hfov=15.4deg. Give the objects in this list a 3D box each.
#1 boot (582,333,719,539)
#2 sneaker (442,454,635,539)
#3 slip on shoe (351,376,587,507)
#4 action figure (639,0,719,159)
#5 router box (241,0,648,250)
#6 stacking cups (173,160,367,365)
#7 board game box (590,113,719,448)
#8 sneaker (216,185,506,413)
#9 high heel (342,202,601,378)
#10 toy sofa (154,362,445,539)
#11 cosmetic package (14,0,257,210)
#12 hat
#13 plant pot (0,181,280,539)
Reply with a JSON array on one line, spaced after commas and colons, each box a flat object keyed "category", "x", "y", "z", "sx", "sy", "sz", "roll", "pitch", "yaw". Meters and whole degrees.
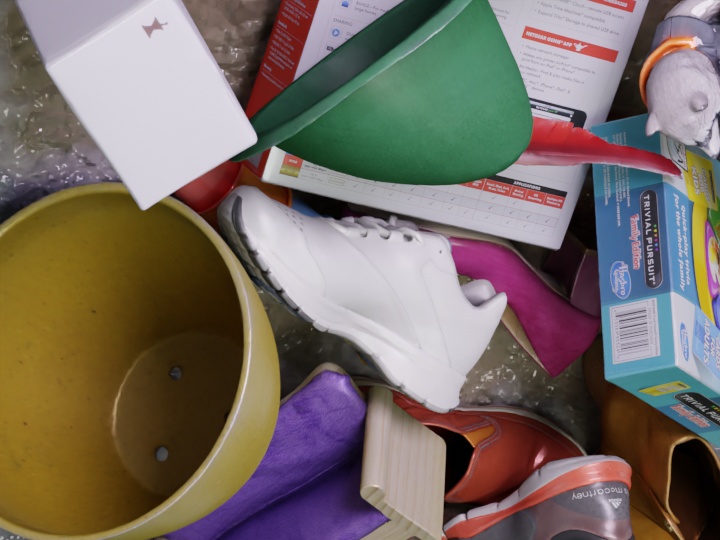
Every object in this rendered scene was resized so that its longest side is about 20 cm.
[{"category": "boot", "x": 0.194, "y": 0.147, "z": 1.673, "sx": 0.071, "sy": 0.144, "sz": 0.202, "roll": -22, "pitch": 126, "yaw": -5}, {"category": "sneaker", "x": 0.105, "y": 0.185, "z": 1.660, "sx": 0.077, "sy": 0.082, "sz": 0.200, "roll": 0, "pitch": 153, "yaw": -28}, {"category": "slip on shoe", "x": 0.062, "y": 0.118, "z": 1.657, "sx": 0.199, "sy": 0.061, "sz": 0.074, "roll": 17, "pitch": 112, "yaw": -30}, {"category": "action figure", "x": 0.208, "y": -0.089, "z": 1.490, "sx": 0.104, "sy": 0.193, "sz": 0.201, "roll": 1, "pitch": 99, "yaw": 27}, {"category": "router box", "x": 0.050, "y": -0.119, "z": 1.489, "sx": 0.199, "sy": 0.049, "sz": 0.180, "roll": 13, "pitch": 104, "yaw": -27}, {"category": "stacking cups", "x": -0.044, "y": -0.016, "z": 1.530, "sx": 0.061, "sy": 0.061, "sz": 0.200, "roll": -46, "pitch": 125, "yaw": 11}, {"category": "board game box", "x": 0.199, "y": 0.013, "z": 1.549, "sx": 0.047, "sy": 0.152, "sz": 0.200, "roll": -12, "pitch": 158, "yaw": 27}, {"category": "sneaker", "x": 0.000, "y": 0.000, "z": 1.495, "sx": 0.200, "sy": 0.074, "sz": 0.087, "roll": 35, "pitch": 93, "yaw": -37}, {"category": "high heel", "x": 0.065, "y": 0.012, "z": 1.586, "sx": 0.199, "sy": 0.067, "sz": 0.096, "roll": 13, "pitch": 112, "yaw": -27}, {"category": "toy sofa", "x": -0.050, "y": 0.148, "z": 1.574, "sx": 0.200, "sy": 0.083, "sz": 0.097, "roll": -33, "pitch": 123, "yaw": 31}, {"category": "cosmetic package", "x": -0.127, "y": -0.130, "z": 1.341, "sx": 0.071, "sy": 0.200, "sz": 0.102, "roll": -31, "pitch": 126, "yaw": 0}, {"category": "hat", "x": 0.060, "y": -0.051, "z": 1.370, "sx": 0.200, "sy": 0.166, "sz": 0.176, "roll": -37, "pitch": 101, "yaw": -2}, {"category": "plant pot", "x": -0.123, "y": 0.066, "z": 1.493, "sx": 0.200, "sy": 0.200, "sz": 0.142, "roll": -41, "pitch": 154, "yaw": 7}]
